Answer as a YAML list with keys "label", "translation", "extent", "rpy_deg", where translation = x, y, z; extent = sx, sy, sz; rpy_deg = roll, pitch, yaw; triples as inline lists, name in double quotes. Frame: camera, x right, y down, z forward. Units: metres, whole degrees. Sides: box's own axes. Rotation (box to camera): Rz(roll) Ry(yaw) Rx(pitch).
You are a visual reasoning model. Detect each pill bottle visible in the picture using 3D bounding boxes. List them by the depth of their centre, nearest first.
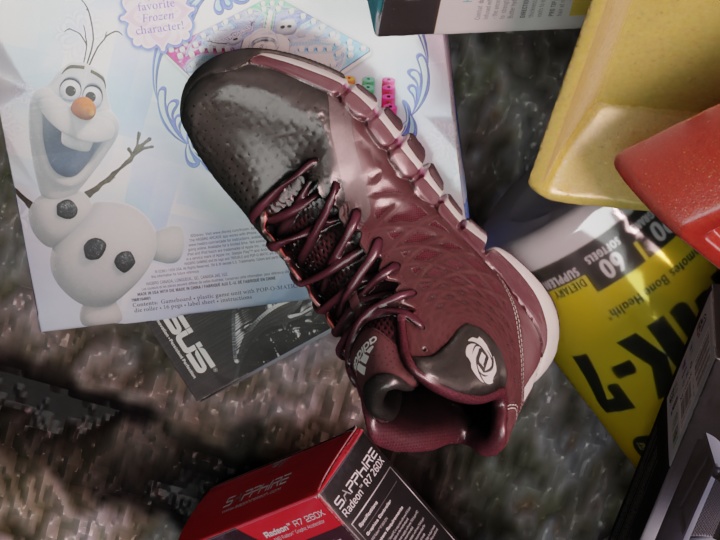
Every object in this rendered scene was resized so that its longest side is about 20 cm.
- label: "pill bottle"
  translation: [0.153, 0.033, 0.956]
  extent: [0.114, 0.114, 0.200]
  rpy_deg: [-35, 104, 13]

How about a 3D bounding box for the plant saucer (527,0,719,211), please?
- label: "plant saucer"
  translation: [0.181, -0.100, 0.820]
  extent: [0.198, 0.049, 0.201]
  rpy_deg: [6, 142, -8]

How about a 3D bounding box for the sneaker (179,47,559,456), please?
- label: "sneaker"
  translation: [0.000, 0.000, 0.848]
  extent: [0.200, 0.116, 0.076]
  rpy_deg: [39, 123, -12]

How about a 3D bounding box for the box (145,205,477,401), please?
- label: "box"
  translation: [-0.059, -0.062, 0.967]
  extent: [0.158, 0.048, 0.201]
  rpy_deg: [-28, 106, 12]

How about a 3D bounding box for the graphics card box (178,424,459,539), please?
- label: "graphics card box"
  translation: [0.015, 0.177, 1.018]
  extent: [0.200, 0.051, 0.125]
  rpy_deg: [49, 138, -14]

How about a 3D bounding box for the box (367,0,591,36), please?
- label: "box"
  translation: [0.103, -0.143, 0.839]
  extent: [0.198, 0.049, 0.083]
  rpy_deg: [-3, 143, -11]

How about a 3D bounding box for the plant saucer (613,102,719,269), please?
- label: "plant saucer"
  translation: [0.235, -0.016, 0.826]
  extent: [0.199, 0.037, 0.199]
  rpy_deg: [34, 139, -31]

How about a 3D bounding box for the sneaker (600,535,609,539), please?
- label: "sneaker"
  translation: [0.175, 0.228, 1.023]
  extent: [0.075, 0.114, 0.200]
  rpy_deg: [-37, 104, 14]

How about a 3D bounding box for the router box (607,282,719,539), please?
- label: "router box"
  translation: [0.195, 0.112, 0.892]
  extent: [0.156, 0.052, 0.201]
  rpy_deg: [14, 127, -3]

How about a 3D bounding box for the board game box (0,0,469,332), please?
- label: "board game box"
  translation: [-0.059, -0.084, 0.911]
  extent: [0.198, 0.043, 0.201]
  rpy_deg: [-7, 109, 3]
